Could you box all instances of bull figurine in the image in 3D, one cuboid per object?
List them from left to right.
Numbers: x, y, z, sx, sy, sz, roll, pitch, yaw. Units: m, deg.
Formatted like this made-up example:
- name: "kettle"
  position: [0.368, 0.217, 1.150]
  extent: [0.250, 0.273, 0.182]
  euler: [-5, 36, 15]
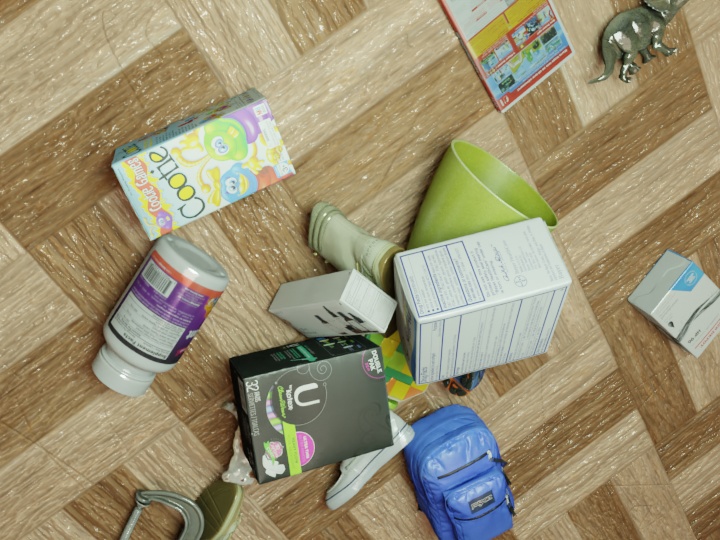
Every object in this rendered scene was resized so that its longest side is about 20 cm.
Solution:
- name: "bull figurine"
  position: [-0.140, 0.238, 1.033]
  extent: [0.198, 0.065, 0.123]
  euler: [-32, 110, -9]

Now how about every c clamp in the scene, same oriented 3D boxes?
- name: "c clamp"
  position: [-0.340, 0.418, 1.033]
  extent: [0.169, 0.027, 0.202]
  euler: [33, 95, -4]

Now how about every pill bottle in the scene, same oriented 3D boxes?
- name: "pill bottle"
  position: [-0.272, 0.063, 0.901]
  extent: [0.110, 0.112, 0.202]
  euler: [32, 98, -25]

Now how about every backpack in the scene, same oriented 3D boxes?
- name: "backpack"
  position: [0.171, 0.336, 1.116]
  extent: [0.160, 0.168, 0.203]
  euler: [-24, 111, -15]

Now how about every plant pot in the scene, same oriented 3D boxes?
- name: "plant pot"
  position: [0.148, -0.049, 0.972]
  extent: [0.185, 0.189, 0.201]
  euler: [24, 119, -24]

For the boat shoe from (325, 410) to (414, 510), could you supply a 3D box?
- name: "boat shoe"
  position: [0.002, 0.307, 1.111]
  extent: [0.067, 0.073, 0.200]
  euler: [45, 101, 7]

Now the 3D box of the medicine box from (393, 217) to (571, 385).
- name: "medicine box"
  position: [0.150, 0.045, 0.874]
  extent: [0.196, 0.104, 0.183]
  euler: [-13, 147, -4]

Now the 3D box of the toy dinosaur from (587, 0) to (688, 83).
- name: "toy dinosaur"
  position: [0.402, -0.345, 0.997]
  extent: [0.198, 0.077, 0.103]
  euler: [-32, 104, 2]

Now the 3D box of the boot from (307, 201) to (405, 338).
- name: "boot"
  position: [0.000, 0.000, 0.960]
  extent: [0.072, 0.154, 0.201]
  euler: [-44, 151, -21]

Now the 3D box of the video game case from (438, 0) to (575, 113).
- name: "video game case"
  position: [0.208, -0.350, 0.952]
  extent: [0.142, 0.017, 0.201]
  euler: [-38, 116, -1]

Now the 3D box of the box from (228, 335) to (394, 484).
- name: "box"
  position: [-0.070, 0.184, 0.947]
  extent: [0.196, 0.124, 0.152]
  euler: [-10, 100, -20]

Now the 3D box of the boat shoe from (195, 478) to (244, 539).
- name: "boat shoe"
  position: [-0.234, 0.415, 1.072]
  extent: [0.063, 0.073, 0.203]
  euler: [16, 104, -50]

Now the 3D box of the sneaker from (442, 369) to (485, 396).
- name: "sneaker"
  position: [0.180, 0.098, 1.087]
  extent: [0.078, 0.074, 0.204]
  euler: [1, 103, -56]

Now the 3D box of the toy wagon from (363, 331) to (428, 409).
- name: "toy wagon"
  position: [0.034, 0.130, 1.063]
  extent: [0.198, 0.040, 0.157]
  euler: [25, 100, -24]

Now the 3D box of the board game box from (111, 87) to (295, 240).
- name: "board game box"
  position: [-0.198, -0.138, 0.854]
  extent: [0.197, 0.105, 0.104]
  euler: [-25, 116, -7]

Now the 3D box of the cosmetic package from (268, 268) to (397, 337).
- name: "cosmetic package"
  position: [-0.044, 0.050, 0.923]
  extent: [0.082, 0.199, 0.051]
  euler: [38, 64, -23]

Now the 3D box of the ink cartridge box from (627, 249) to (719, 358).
- name: "ink cartridge box"
  position: [0.586, 0.071, 1.201]
  extent: [0.199, 0.068, 0.117]
  euler: [35, 97, -26]
